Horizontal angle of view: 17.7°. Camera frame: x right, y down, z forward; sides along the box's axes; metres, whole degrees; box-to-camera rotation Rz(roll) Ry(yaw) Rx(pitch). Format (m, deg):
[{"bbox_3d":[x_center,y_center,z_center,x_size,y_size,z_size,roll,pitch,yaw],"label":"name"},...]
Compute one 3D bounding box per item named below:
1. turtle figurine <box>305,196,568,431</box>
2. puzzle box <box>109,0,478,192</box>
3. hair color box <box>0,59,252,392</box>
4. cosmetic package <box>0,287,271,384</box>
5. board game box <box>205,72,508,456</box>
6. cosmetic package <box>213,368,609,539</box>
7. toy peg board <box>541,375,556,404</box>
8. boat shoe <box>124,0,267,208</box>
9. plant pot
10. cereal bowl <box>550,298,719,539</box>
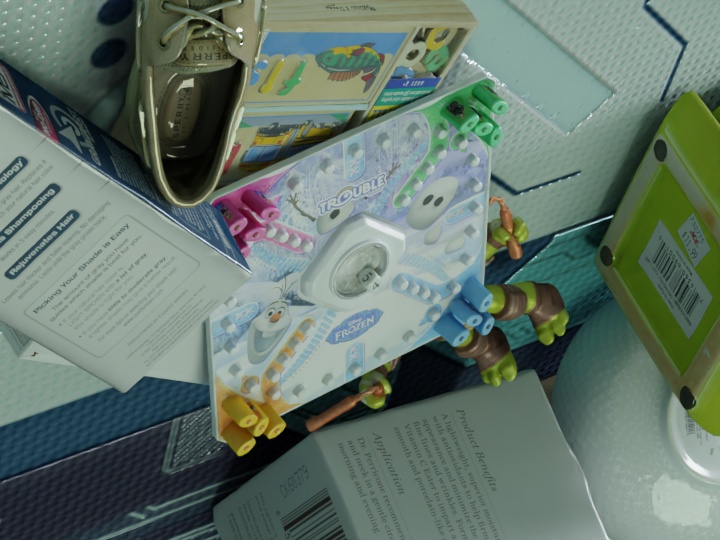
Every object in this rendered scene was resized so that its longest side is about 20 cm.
[{"bbox_3d":[0.053,0.033,1.519,0.161,0.064,0.200,19,113,-50],"label":"turtle figurine"},{"bbox_3d":[-0.041,-0.095,1.268,0.200,0.025,0.133,-6,141,-42],"label":"puzzle box"},{"bbox_3d":[-0.158,-0.025,1.159,0.100,0.061,0.200,-42,135,12],"label":"hair color box"},{"bbox_3d":[-0.116,0.019,1.336,0.083,0.051,0.200,-46,150,22],"label":"cosmetic package"},{"bbox_3d":[0.000,0.000,1.357,0.200,0.026,0.200,-25,140,-24],"label":"board game box"},{"bbox_3d":[0.039,0.189,1.600,0.200,0.165,0.165,-12,163,-35],"label":"cosmetic package"},{"bbox_3d":[0.180,0.165,1.809,0.200,0.098,0.199,-21,149,-23],"label":"toy peg board"},{"bbox_3d":[-0.077,-0.121,1.117,0.072,0.065,0.200,-1,131,-16],"label":"boat shoe"},{"bbox_3d":[0.283,-0.012,1.570,0.181,0.200,0.199,-10,144,-28],"label":"plant pot"},{"bbox_3d":[0.243,0.110,1.692,0.200,0.200,0.083,-21,-173,-25],"label":"cereal bowl"}]
